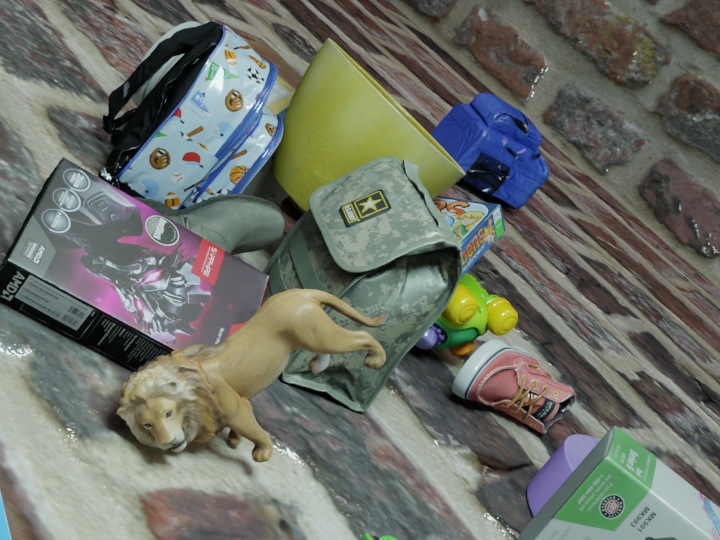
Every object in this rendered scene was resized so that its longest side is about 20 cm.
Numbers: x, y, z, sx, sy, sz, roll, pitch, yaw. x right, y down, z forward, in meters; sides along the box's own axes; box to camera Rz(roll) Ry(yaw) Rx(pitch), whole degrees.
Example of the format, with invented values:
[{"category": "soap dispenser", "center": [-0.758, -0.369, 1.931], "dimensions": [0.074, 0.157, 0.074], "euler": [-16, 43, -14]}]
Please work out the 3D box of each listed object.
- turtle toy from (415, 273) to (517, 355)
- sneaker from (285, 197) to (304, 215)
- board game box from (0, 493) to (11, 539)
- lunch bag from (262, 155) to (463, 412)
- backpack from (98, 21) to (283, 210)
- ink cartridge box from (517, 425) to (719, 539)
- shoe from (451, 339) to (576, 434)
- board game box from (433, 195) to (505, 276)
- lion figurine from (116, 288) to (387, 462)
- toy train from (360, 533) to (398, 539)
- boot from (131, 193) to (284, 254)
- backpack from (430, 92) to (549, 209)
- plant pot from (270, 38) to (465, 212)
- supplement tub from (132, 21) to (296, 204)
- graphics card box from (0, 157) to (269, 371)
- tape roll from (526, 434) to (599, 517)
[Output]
[{"category": "turtle toy", "center": [0.069, 0.032, 1.297], "dimensions": [0.200, 0.101, 0.146], "euler": [16, 26, -46]}, {"category": "sneaker", "center": [-0.042, -0.111, 1.497], "dimensions": [0.115, 0.075, 0.200], "euler": [37, 19, 11]}, {"category": "board game box", "center": [-0.263, 0.126, 0.550], "dimensions": [0.200, 0.040, 0.153], "euler": [21, 24, -39]}, {"category": "lunch bag", "center": [0.000, 0.000, 1.091], "dimensions": [0.117, 0.200, 0.164], "euler": [26, 21, -30]}, {"category": "backpack", "center": [-0.162, -0.147, 1.175], "dimensions": [0.154, 0.191, 0.200], "euler": [29, 19, -23]}, {"category": "ink cartridge box", "center": [0.248, 0.257, 0.994], "dimensions": [0.200, 0.145, 0.087], "euler": [38, 19, 5]}, {"category": "shoe", "center": [0.176, 0.131, 1.294], "dimensions": [0.091, 0.072, 0.200], "euler": [38, 13, 23]}, {"category": "board game box", "center": [0.036, -0.035, 1.253], "dimensions": [0.200, 0.035, 0.135], "euler": [11, 40, 35]}, {"category": "lion figurine", "center": [-0.076, 0.065, 0.853], "dimensions": [0.072, 0.200, 0.123], "euler": [31, -19, 51]}, {"category": "toy train", "center": [0.040, 0.258, 0.787], "dimensions": [0.056, 0.042, 0.200], "euler": [6, 34, -39]}, {"category": "boot", "center": [-0.135, -0.004, 1.063], "dimensions": [0.200, 0.068, 0.131], "euler": [-3, 44, -39]}, {"category": "backpack", "center": [0.257, -0.214, 2.159], "dimensions": [0.200, 0.168, 0.163], "euler": [30, 25, -31]}, {"category": "plant pot", "center": [-0.010, -0.121, 1.222], "dimensions": [0.200, 0.142, 0.200], "euler": [44, 9, -9]}, {"category": "supplement tub", "center": [-0.151, -0.178, 1.344], "dimensions": [0.200, 0.145, 0.145], "euler": [40, 18, 13]}, {"category": "graphics card box", "center": [-0.176, 0.011, 0.921], "dimensions": [0.200, 0.051, 0.126], "euler": [30, 42, -16]}, {"category": "tape roll", "center": [0.263, 0.255, 1.160], "dimensions": [0.200, 0.066, 0.200], "euler": [33, 17, -12]}]
